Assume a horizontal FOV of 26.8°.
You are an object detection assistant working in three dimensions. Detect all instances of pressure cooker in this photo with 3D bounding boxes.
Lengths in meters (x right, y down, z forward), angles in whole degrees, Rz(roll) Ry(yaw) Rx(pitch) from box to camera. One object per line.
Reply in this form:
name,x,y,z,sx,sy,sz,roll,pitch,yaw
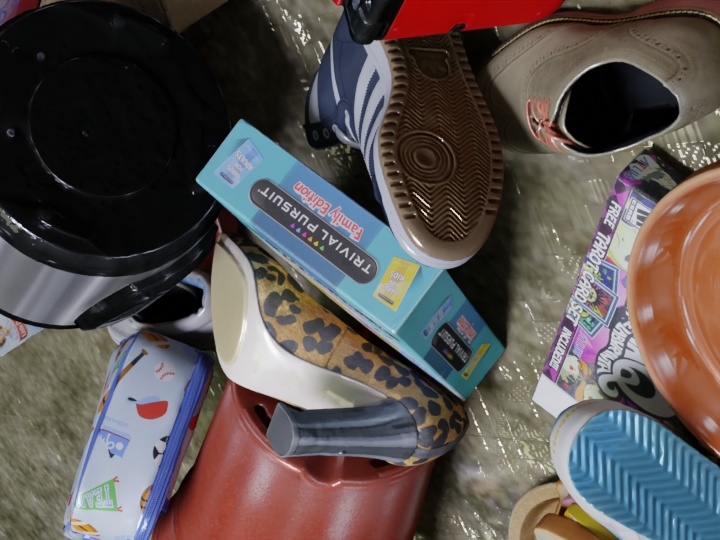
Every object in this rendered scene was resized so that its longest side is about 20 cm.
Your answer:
pressure cooker,-0.180,-0.058,0.953,0.174,0.180,0.200,12,160,-20

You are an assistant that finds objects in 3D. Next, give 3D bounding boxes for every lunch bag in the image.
lunch bag,-0.166,0.134,1.103,0.075,0.162,0.200,18,164,-7

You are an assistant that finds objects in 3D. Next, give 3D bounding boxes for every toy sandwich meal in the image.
toy sandwich meal,0.163,0.223,0.989,0.204,0.070,0.206,30,139,29

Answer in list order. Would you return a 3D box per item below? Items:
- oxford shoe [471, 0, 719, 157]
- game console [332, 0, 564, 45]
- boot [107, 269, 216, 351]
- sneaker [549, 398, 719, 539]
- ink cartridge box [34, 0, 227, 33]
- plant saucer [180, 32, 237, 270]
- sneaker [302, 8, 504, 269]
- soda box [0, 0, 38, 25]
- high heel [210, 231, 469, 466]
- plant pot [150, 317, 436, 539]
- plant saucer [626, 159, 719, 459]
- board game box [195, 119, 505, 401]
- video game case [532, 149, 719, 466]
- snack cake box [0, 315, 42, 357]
oxford shoe,0.106,-0.091,0.774,0.199,0.075,0.071,-14,111,54
game console,0.037,-0.207,0.703,0.200,0.171,0.120,125,132,-62
boot,-0.149,0.024,1.140,0.199,0.074,0.095,-2,162,42
sneaker,0.188,0.140,0.832,0.200,0.077,0.081,43,180,-9
ink cartridge box,-0.175,-0.255,0.954,0.164,0.075,0.201,12,129,42
plant saucer,-0.173,-0.108,1.116,0.199,0.037,0.201,17,132,41
sneaker,0.019,-0.068,0.835,0.109,0.069,0.201,122,145,-51
soda box,-0.244,-0.196,0.960,0.063,0.070,0.200,44,146,8
high heel,-0.017,0.049,0.995,0.072,0.142,0.201,-62,39,34
plant pot,-0.037,0.151,1.066,0.200,0.200,0.196,37,135,21
plant saucer,0.221,0.032,0.729,0.199,0.032,0.202,27,136,29
board game box,0.000,0.000,0.912,0.151,0.047,0.200,37,177,21
video game case,0.195,0.057,0.837,0.181,0.036,0.201,37,142,19
snack cake box,-0.304,-0.036,1.261,0.067,0.115,0.201,27,139,30
